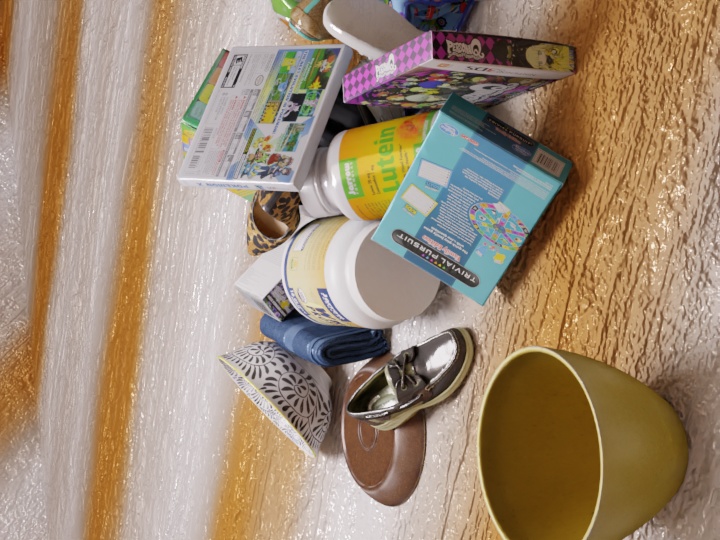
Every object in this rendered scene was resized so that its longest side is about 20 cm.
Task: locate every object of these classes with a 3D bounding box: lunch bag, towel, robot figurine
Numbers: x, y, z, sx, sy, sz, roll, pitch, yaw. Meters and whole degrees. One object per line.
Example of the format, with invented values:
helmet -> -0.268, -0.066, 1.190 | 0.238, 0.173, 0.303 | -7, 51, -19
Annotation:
lunch bag -> 0.056, -0.302, 1.679 | 0.201, 0.094, 0.151 | 102, 151, -46
towel -> -0.054, 0.089, 1.824 | 0.200, 0.111, 0.049 | 22, 119, 60
robot figurine -> -0.042, -0.163, 1.786 | 0.125, 0.150, 0.201 | 58, 142, 34

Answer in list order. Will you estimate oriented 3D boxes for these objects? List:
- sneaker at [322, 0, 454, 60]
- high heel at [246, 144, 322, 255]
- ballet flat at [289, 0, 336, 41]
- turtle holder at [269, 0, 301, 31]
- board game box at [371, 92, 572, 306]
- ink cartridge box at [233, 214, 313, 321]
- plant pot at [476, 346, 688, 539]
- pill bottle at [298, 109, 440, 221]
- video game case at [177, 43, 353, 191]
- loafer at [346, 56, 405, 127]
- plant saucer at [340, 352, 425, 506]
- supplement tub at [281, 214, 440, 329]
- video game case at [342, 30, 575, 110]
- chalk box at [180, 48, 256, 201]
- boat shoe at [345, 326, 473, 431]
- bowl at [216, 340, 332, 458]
sneaker -> 0.039, -0.251, 1.565 | 0.089, 0.199, 0.076 | 133, 148, -53
high heel -> -0.122, -0.063, 1.677 | 0.200, 0.071, 0.143 | -55, -2, 39
ballet flat -> -0.026, -0.320, 1.650 | 0.068, 0.200, 0.072 | 41, 108, 12
turtle holder -> -0.066, -0.411, 1.843 | 0.132, 0.140, 0.187 | 123, 133, -71
board game box -> 0.119, -0.075, 1.469 | 0.047, 0.151, 0.200 | -56, -4, -48
ink cartridge box -> -0.078, -0.024, 1.879 | 0.200, 0.050, 0.109 | -46, 27, -12
plant pot -> 0.221, 0.172, 1.261 | 0.200, 0.141, 0.201 | -5, 84, 62
pill bottle -> 0.029, -0.119, 1.581 | 0.199, 0.111, 0.112 | -10, 79, 27
video game case -> -0.117, -0.188, 1.632 | 0.181, 0.022, 0.201 | 5, 64, 33
loafer -> 0.027, -0.170, 1.664 | 0.070, 0.070, 0.201 | 36, 148, 55
plant saucer -> 0.022, 0.210, 1.760 | 0.200, 0.034, 0.202 | -5, 84, 61
supplement tub -> 0.000, 0.000, 1.689 | 0.200, 0.144, 0.145 | -1, 89, 63
video game case -> 0.104, -0.214, 1.460 | 0.200, 0.180, 0.036 | -13, 77, 61
chalk box -> -0.159, -0.199, 1.781 | 0.125, 0.123, 0.200 | -62, -5, -21
boat shoe -> 0.057, 0.135, 1.629 | 0.201, 0.066, 0.072 | -42, 54, 39
bowl -> -0.102, 0.163, 1.900 | 0.201, 0.094, 0.201 | 43, 167, 12
